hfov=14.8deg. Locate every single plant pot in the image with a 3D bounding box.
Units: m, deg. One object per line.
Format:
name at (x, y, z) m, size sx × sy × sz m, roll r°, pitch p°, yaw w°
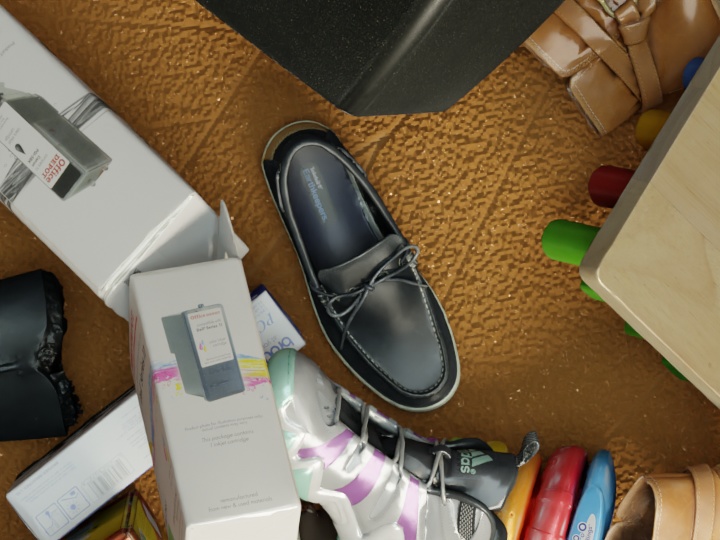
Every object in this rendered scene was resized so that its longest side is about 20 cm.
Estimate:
plant pot at (0.016, -0.200, 1.637) m, size 0.199 × 0.200 × 0.178 m, roll 37°, pitch 109°, yaw 20°

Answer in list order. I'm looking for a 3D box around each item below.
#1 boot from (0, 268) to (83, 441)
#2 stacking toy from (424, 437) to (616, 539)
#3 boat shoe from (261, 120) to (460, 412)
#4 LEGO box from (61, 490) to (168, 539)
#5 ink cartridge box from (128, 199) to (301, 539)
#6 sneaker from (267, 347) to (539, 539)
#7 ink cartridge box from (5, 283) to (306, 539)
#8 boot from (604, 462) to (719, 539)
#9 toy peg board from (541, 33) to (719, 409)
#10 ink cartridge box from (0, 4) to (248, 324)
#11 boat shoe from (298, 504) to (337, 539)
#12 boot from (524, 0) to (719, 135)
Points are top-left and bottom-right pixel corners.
boot at (-0.266, 0.019, 1.699) m, size 0.167 × 0.076 × 0.201 m, roll -13°, pitch 100°, yaw 0°
stacking toy at (0.056, 0.142, 1.727) m, size 0.199 × 0.110 × 0.117 m, roll 18°, pitch 92°, yaw 7°
boat shoe at (0.000, 0.000, 1.727) m, size 0.074 × 0.062 × 0.201 m, roll -27°, pitch 96°, yaw -4°
LEGO box at (-0.177, 0.212, 1.655) m, size 0.149 × 0.200 × 0.077 m, roll -32°, pitch 94°, yaw -1°
ink cartridge box at (-0.088, 0.074, 1.570) m, size 0.067 × 0.117 × 0.201 m, roll -9°, pitch 61°, yaw -10°
sneaker at (0.035, 0.109, 1.625) m, size 0.139 × 0.078 × 0.200 m, roll -16°, pitch 128°, yaw 16°
ink cartridge box at (-0.124, 0.088, 1.706) m, size 0.200 × 0.094 × 0.044 m, roll -38°, pitch 94°, yaw -1°
boot at (0.211, 0.197, 1.702) m, size 0.154 × 0.074 × 0.201 m, roll -3°, pitch 115°, yaw -30°
toy peg board at (0.220, -0.030, 1.706) m, size 0.200 × 0.098 × 0.200 m, roll 41°, pitch 74°, yaw -33°
ink cartridge box at (-0.172, -0.062, 1.639) m, size 0.200 × 0.147 × 0.083 m, roll 43°, pitch 88°, yaw 16°
boat shoe at (-0.020, 0.225, 1.686) m, size 0.059 × 0.201 × 0.072 m, roll 4°, pitch 132°, yaw -12°
boot at (0.153, -0.197, 1.717) m, size 0.154 × 0.074 × 0.200 m, roll -37°, pitch 91°, yaw 3°
